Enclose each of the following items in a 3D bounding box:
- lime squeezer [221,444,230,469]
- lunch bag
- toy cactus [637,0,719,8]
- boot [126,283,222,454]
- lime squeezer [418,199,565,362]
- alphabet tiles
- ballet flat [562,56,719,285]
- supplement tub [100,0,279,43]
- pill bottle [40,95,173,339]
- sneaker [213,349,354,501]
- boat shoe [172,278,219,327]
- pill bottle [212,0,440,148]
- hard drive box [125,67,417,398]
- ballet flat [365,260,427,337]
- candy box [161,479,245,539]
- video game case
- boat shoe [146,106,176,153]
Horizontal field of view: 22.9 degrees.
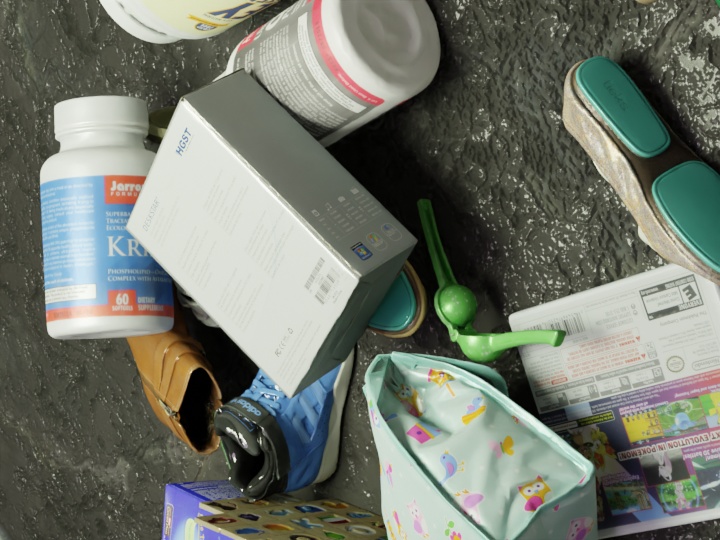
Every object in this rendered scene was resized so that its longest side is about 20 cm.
[{"bbox_3d":[-0.081,0.231,1.631,0.200,0.037,0.071,47,121,39],"label":"lime squeezer"},{"bbox_3d":[0.082,0.168,1.343,0.200,0.122,0.171,39,153,37],"label":"lunch bag"},{"bbox_3d":[0.225,-0.216,1.143,0.201,0.102,0.165,60,146,3],"label":"toy cactus"},{"bbox_3d":[-0.181,0.063,1.612,0.155,0.076,0.202,-138,36,-62],"label":"boot"},{"bbox_3d":[0.084,0.025,1.358,0.200,0.037,0.071,48,145,46],"label":"lime squeezer"},{"bbox_3d":[-0.035,0.219,1.487,0.199,0.165,0.006,15,101,43],"label":"alphabet tiles"},{"bbox_3d":[0.205,-0.060,1.232,0.201,0.068,0.067,60,156,22],"label":"ballet flat"},{"bbox_3d":[-0.117,-0.273,1.436,0.199,0.144,0.146,-18,89,48],"label":"supplement tub"},{"bbox_3d":[-0.221,-0.045,1.536,0.112,0.112,0.202,-9,84,47],"label":"pill bottle"},{"bbox_3d":[-0.071,0.104,1.528,0.076,0.111,0.202,25,119,39],"label":"sneaker"},{"bbox_3d":[-0.134,0.006,1.559,0.200,0.065,0.073,136,117,-68],"label":"boat shoe"},{"bbox_3d":[-0.038,-0.155,1.412,0.199,0.110,0.112,-26,83,46],"label":"pill bottle"},{"bbox_3d":[-0.073,-0.028,1.378,0.200,0.077,0.156,45,135,13],"label":"hard drive box"},{"bbox_3d":[0.000,0.000,1.457,0.199,0.063,0.069,33,102,42],"label":"ballet flat"},{"bbox_3d":[-0.096,0.291,1.562,0.199,0.076,0.171,16,104,50],"label":"candy box"},{"bbox_3d":[0.209,0.096,1.296,0.199,0.023,0.184,-20,87,47],"label":"video game case"},{"bbox_3d":[-0.112,-0.086,1.550,0.199,0.074,0.069,26,130,44],"label":"boat shoe"}]
